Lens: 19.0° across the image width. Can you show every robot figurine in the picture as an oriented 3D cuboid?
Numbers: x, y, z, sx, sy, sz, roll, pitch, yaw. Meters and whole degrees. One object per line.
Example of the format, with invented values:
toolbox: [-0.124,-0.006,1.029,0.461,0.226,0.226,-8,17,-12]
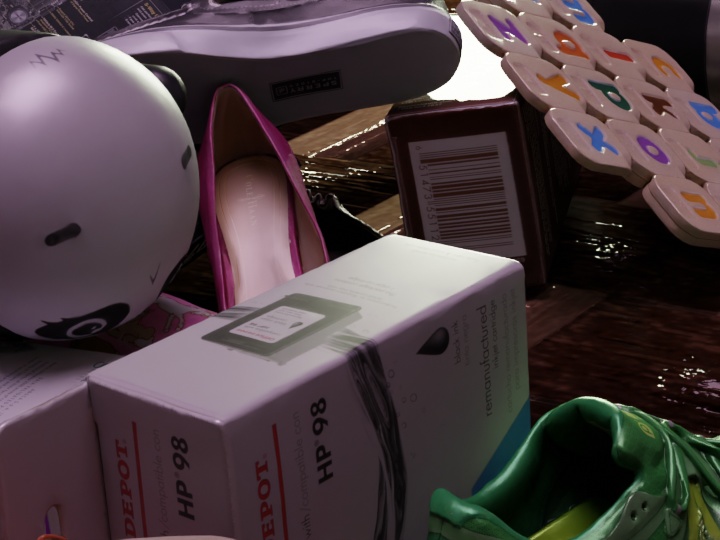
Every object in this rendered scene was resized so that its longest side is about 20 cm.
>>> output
robot figurine: [-0.155,-0.034,0.873,0.200,0.150,0.125,6,-14,42]

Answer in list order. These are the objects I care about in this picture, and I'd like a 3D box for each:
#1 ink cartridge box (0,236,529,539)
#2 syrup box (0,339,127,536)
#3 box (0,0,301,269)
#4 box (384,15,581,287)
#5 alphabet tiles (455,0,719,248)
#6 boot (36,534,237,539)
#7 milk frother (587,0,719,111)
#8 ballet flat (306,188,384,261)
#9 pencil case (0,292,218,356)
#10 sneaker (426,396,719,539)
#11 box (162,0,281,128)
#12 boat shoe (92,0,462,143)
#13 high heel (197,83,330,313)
ink cartridge box: [-0.026,0.076,0.747,0.067,0.116,0.200,14,28,39]
syrup box: [-0.174,0.074,0.852,0.200,0.081,0.079,7,25,27]
box: [-0.153,-0.080,1.082,0.160,0.200,0.044,-38,-5,-33]
box: [0.070,-0.070,1.151,0.075,0.100,0.200,-5,19,15]
alphabet tiles: [0.135,-0.084,1.111,0.196,0.015,0.200,4,43,-50]
boot: [-0.117,0.129,0.661,0.200,0.107,0.075,-5,22,4]
milk frother: [0.249,-0.185,1.287,0.188,0.200,0.180,7,19,27]
ballet flat: [0.000,0.000,1.062,0.067,0.046,0.200,-12,22,-18]
pencil case: [-0.078,0.048,0.901,0.200,0.083,0.087,14,28,43]
sneaker: [0.105,0.083,0.764,0.200,0.084,0.074,-18,24,-34]
box: [-0.076,-0.142,1.212,0.200,0.079,0.141,-27,-27,14]
boat shoe: [-0.052,-0.115,1.060,0.200,0.070,0.066,-10,52,-2]
high heel: [-0.040,-0.005,0.980,0.067,0.096,0.200,-14,32,3]
